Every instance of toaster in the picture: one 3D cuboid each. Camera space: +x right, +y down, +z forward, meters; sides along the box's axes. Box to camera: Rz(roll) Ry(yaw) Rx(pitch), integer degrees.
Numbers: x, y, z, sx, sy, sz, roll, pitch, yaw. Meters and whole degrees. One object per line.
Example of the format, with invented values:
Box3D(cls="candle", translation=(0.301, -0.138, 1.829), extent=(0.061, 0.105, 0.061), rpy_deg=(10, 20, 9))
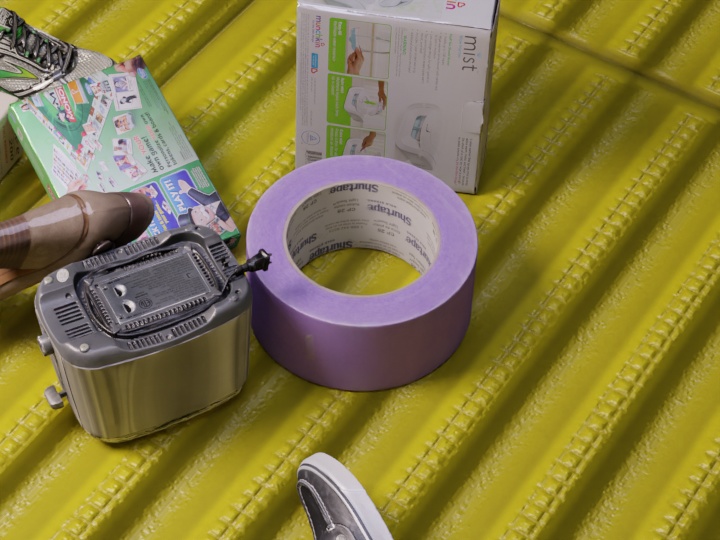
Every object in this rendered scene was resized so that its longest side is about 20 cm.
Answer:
Box3D(cls="toaster", translation=(-0.166, 0.052, 1.599), extent=(0.199, 0.130, 0.114), rpy_deg=(-21, 52, -20))

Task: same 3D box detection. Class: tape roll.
Box3D(cls="tape roll", translation=(0.000, 0.000, 1.686), extent=(0.198, 0.085, 0.201), rpy_deg=(2, 46, -2))

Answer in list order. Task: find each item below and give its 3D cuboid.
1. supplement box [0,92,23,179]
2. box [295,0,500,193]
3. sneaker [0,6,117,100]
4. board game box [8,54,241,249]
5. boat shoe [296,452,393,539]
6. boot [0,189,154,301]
Box3D(cls="supplement box", translation=(-0.406, -0.089, 1.754), extent=(0.125, 0.074, 0.201), rpy_deg=(21, 49, 15))
Box3D(cls="box", translation=(0.033, -0.179, 1.772), extent=(0.175, 0.201, 0.097), rpy_deg=(7, 47, 5))
Box3D(cls="sneaker", translation=(-0.322, -0.200, 1.854), extent=(0.198, 0.086, 0.078), rpy_deg=(11, 48, 7))
Box3D(cls="board game box", translation=(-0.211, -0.085, 1.748), extent=(0.134, 0.029, 0.201), rpy_deg=(-23, 72, -21))
Box3D(cls="boat shoe", translation=(-0.010, 0.227, 1.490), extent=(0.067, 0.072, 0.201), rpy_deg=(-19, 58, -21))
Box3D(cls="boot", translation=(-0.261, -0.016, 1.648), extent=(0.145, 0.200, 0.071), rpy_deg=(-12, 83, -30))
